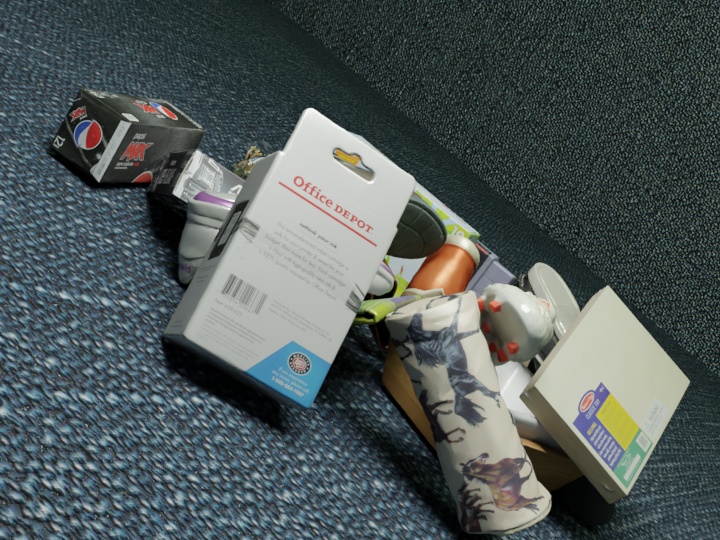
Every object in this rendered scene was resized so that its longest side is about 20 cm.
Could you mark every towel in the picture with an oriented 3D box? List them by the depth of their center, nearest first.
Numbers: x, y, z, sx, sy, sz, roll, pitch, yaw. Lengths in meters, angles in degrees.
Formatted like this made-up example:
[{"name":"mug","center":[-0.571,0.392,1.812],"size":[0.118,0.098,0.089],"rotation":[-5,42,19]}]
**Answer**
[{"name":"towel","center":[-0.016,0.041,1.026],"size":[0.142,0.023,0.200],"rotation":[-7,-2,18]}]

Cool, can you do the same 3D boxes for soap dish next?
[{"name":"soap dish","center":[0.122,0.137,1.107],"size":[0.199,0.082,0.158],"rotation":[24,18,-45]}]

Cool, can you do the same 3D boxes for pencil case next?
[{"name":"pencil case","center":[0.086,0.111,0.916],"size":[0.089,0.077,0.202],"rotation":[10,59,-85]}]

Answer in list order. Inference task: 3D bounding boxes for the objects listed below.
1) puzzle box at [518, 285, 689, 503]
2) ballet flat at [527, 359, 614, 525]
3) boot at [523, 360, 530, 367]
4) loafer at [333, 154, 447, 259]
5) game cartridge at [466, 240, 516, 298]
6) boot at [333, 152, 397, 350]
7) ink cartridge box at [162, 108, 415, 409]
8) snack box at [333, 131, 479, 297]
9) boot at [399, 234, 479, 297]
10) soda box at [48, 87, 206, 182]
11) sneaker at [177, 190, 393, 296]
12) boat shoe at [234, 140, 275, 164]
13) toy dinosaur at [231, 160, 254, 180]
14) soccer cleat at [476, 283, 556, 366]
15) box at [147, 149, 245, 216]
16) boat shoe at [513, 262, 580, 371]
[{"name":"puzzle box","center":[0.240,0.114,1.100],"size":[0.133,0.025,0.200],"rotation":[50,42,0]},{"name":"ballet flat","center":[0.224,0.163,1.183],"size":[0.073,0.073,0.202],"rotation":[25,39,-41]},{"name":"boot","center":[0.220,0.171,1.292],"size":[0.199,0.071,0.146],"rotation":[36,19,27]},{"name":"loafer","center":[0.010,-0.070,1.087],"size":[0.199,0.072,0.063],"rotation":[23,36,-46]},{"name":"game cartridge","center":[0.079,-0.006,1.388],"size":[0.200,0.130,0.038],"rotation":[40,14,17]},{"name":"boot","center":[0.000,0.000,1.225],"size":[0.068,0.189,0.201],"rotation":[-14,53,-17]},{"name":"ink cartridge box","center":[-0.052,-0.009,0.881],"size":[0.115,0.202,0.067],"rotation":[32,-15,-18]},{"name":"snack box","center":[0.024,-0.049,1.360],"size":[0.200,0.143,0.053],"rotation":[40,12,17]},{"name":"boot","center":[0.081,0.029,1.219],"size":[0.074,0.108,0.200],"rotation":[29,-17,2]},{"name":"soda box","center":[-0.228,-0.132,1.143],"size":[0.063,0.071,0.200],"rotation":[33,11,9]},{"name":"sneaker","center":[-0.069,-0.002,1.015],"size":[0.198,0.101,0.075],"rotation":[17,7,-13]},{"name":"boat shoe","center":[-0.126,-0.118,1.391],"size":[0.091,0.071,0.200],"rotation":[39,6,15]},{"name":"toy dinosaur","center":[-0.075,-0.079,1.137],"size":[0.087,0.048,0.200],"rotation":[17,0,-22]},{"name":"soccer cleat","center":[0.137,0.043,0.976],"size":[0.200,0.077,0.070],"rotation":[106,-38,-80]},{"name":"box","center":[-0.105,-0.044,1.112],"size":[0.199,0.050,0.157],"rotation":[33,-6,-18]},{"name":"boat shoe","center":[0.206,0.089,1.160],"size":[0.073,0.060,0.202],"rotation":[6,51,-46]}]
